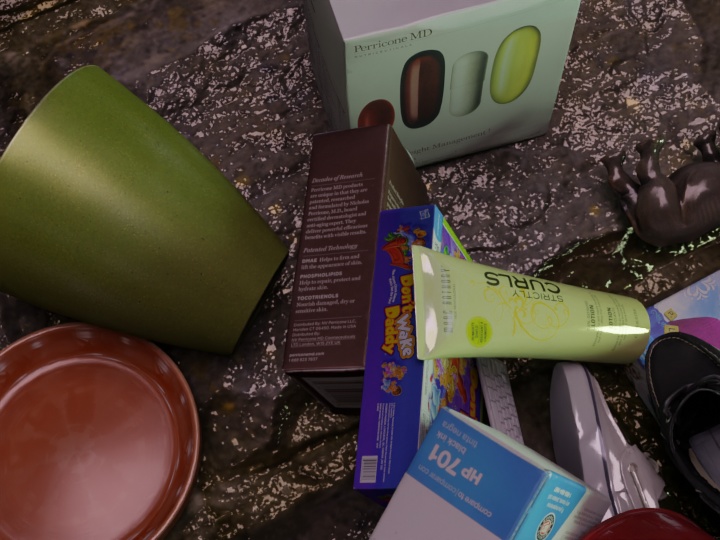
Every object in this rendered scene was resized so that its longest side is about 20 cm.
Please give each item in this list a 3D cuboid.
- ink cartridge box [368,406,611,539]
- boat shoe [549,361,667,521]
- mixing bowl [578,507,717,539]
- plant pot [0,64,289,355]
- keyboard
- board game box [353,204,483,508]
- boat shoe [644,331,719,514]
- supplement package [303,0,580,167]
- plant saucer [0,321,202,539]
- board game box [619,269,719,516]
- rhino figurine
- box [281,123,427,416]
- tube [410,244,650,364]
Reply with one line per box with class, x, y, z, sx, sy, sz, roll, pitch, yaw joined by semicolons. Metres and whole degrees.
ink cartridge box;0.060;0.203;0.618;0.085;0.146;0.201;30;88;33
boat shoe;0.188;0.160;0.714;0.065;0.072;0.202;-9;66;-7
mixing bowl;0.202;0.253;0.593;0.198;0.108;0.203;1;88;-29
plant pot;-0.162;-0.024;0.767;0.198;0.187;0.188;30;68;-2
keyboard;0.116;0.156;0.727;0.011;0.056;0.202;-20;63;19
board game box;0.049;0.074;0.719;0.044;0.135;0.202;-5;63;23
boat shoe;0.236;0.105;0.660;0.074;0.066;0.201;-32;41;19
supplement package;0.058;-0.201;0.814;0.189;0.201;0.149;-16;65;-5
plant saucer;-0.218;0.138;0.757;0.197;0.032;0.203;0;65;1
board game box;0.326;0.087;0.759;0.198;0.041;0.201;-26;67;-10
rhino figurine;0.306;-0.076;0.824;0.197;0.060;0.089;-13;84;-5
box;0.000;0.000;0.769;0.074;0.100;0.202;-3;63;22
tube;0.119;0.034;0.700;0.198;0.052;0.058;9;28;-30
